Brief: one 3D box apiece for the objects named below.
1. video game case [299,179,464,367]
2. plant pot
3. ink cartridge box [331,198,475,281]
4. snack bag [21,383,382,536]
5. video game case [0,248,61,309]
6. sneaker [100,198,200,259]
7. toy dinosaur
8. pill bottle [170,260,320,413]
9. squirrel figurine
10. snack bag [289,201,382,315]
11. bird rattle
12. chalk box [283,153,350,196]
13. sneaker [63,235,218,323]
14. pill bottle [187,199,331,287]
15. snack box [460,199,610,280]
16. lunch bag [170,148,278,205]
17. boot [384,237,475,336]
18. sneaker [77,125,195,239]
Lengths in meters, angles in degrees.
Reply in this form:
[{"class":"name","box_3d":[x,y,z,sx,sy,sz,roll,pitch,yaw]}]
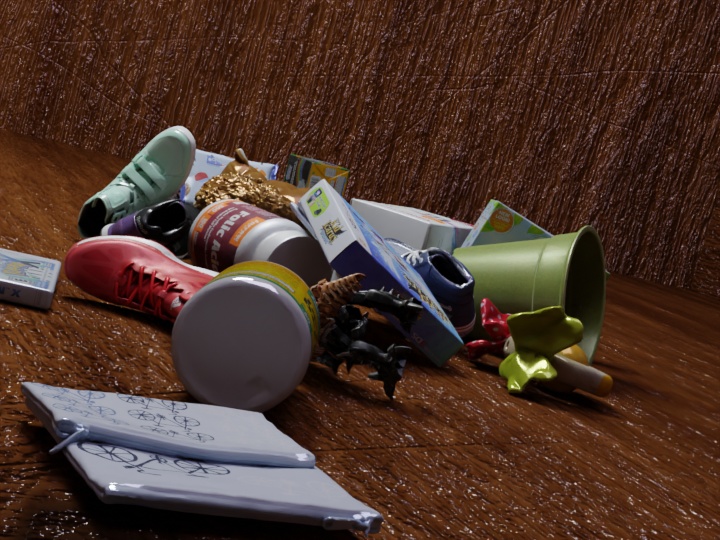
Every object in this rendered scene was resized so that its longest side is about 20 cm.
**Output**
[{"class":"video game case","box_3d":[0.023,0.001,1.554,0.200,0.045,0.181,44,10,-28]},{"class":"plant pot","box_3d":[0.215,0.035,1.783,0.190,0.200,0.200,3,1,26]},{"class":"ink cartridge box","box_3d":[0.073,-0.017,1.975,0.145,0.145,0.200,19,8,29]},{"class":"snack bag","box_3d":[-0.107,0.116,0.842,0.188,0.021,0.200,13,6,-27]},{"class":"video game case","box_3d":[-0.400,-0.007,1.335,0.182,0.022,0.200,13,7,-12]},{"class":"sneaker","box_3d":[-0.244,-0.057,1.709,0.087,0.076,0.200,-29,0,27]},{"class":"toy dinosaur","box_3d":[-0.018,0.056,1.264,0.136,0.102,0.200,18,-4,-1]},{"class":"pill bottle","box_3d":[-0.092,0.051,1.125,0.113,0.113,0.200,15,5,0]},{"class":"squirrel figurine","box_3d":[-0.149,-0.098,1.879,0.187,0.142,0.200,43,13,27]},{"class":"snack bag","box_3d":[0.000,0.000,1.685,0.189,0.021,0.200,50,5,20]},{"class":"bird rattle","box_3d":[0.213,0.110,1.566,0.163,0.113,0.200,25,-9,-8]},{"class":"chalk box","box_3d":[-0.137,-0.249,3.680,0.124,0.125,0.200,11,8,-28]},{"class":"sneaker","box_3d":[-0.206,0.016,1.340,0.200,0.078,0.116,13,5,-9]},{"class":"pill bottle","box_3d":[-0.127,-0.017,1.649,0.114,0.114,0.200,10,7,-34]},{"class":"snack box","box_3d":[0.239,0.009,1.908,0.200,0.142,0.053,31,2,-9]},{"class":"lunch bag","box_3d":[-0.240,-0.104,2.064,0.170,0.124,0.200,11,-26,-23]},{"class":"boot","box_3d":[0.084,-0.005,1.724,0.073,0.090,0.200,-27,49,-27]},{"class":"sneaker","box_3d":[-0.305,-0.112,1.795,0.074,0.200,0.118,42,11,1]}]
